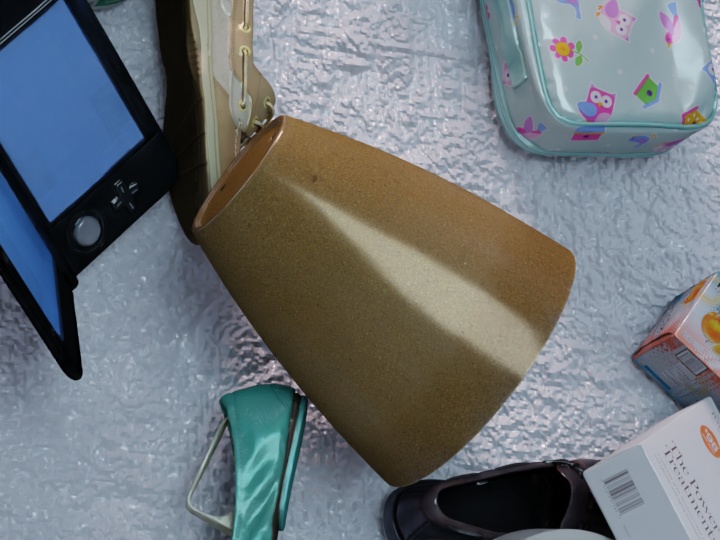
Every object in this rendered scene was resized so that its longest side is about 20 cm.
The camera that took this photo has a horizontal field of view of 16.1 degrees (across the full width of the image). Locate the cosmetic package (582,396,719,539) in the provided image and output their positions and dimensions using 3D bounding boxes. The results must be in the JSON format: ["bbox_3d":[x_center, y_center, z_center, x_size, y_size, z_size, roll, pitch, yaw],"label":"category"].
[{"bbox_3d":[0.235,0.194,1.662,0.201,0.052,0.151,62,24,3],"label":"cosmetic package"}]

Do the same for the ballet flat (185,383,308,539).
[{"bbox_3d":[-0.076,0.166,1.574,0.070,0.067,0.201,4,68,3],"label":"ballet flat"}]

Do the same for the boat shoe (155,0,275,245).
[{"bbox_3d":[-0.089,-0.114,1.654,0.066,0.074,0.201,3,75,-26],"label":"boat shoe"}]

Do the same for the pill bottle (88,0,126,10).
[{"bbox_3d":[-0.149,-0.253,1.602,0.112,0.200,0.114,8,69,-22],"label":"pill bottle"}]

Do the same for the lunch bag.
[{"bbox_3d":[0.159,-0.181,1.790,0.160,0.077,0.201,-2,73,-24],"label":"lunch bag"}]

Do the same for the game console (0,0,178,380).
[{"bbox_3d":[-0.182,-0.070,1.519,0.176,0.116,0.201,-44,127,-22],"label":"game console"}]

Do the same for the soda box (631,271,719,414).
[{"bbox_3d":[0.287,0.096,1.758,0.200,0.064,0.068,43,60,-6],"label":"soda box"}]

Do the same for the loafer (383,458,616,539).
[{"bbox_3d":[0.115,0.157,1.656,0.199,0.063,0.072,-1,72,-25],"label":"loafer"}]

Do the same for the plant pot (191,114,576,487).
[{"bbox_3d":[0.000,0.000,1.581,0.200,0.186,0.187,39,61,-12],"label":"plant pot"}]

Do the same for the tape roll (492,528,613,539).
[{"bbox_3d":[0.122,0.265,1.609,0.202,0.037,0.204,3,85,-32],"label":"tape roll"}]
